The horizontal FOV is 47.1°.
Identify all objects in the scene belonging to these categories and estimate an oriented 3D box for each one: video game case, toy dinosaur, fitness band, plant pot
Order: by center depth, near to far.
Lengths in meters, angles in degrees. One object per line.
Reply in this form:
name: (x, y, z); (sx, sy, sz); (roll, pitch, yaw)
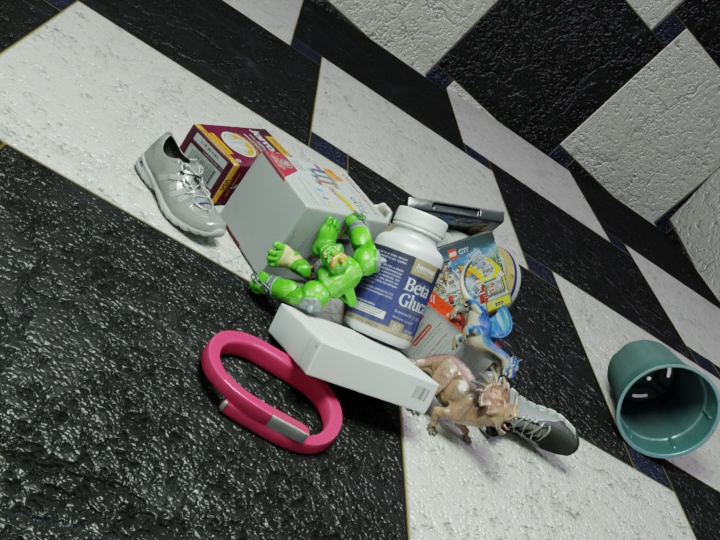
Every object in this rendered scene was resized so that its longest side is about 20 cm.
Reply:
fitness band: (-0.110, 0.151, 1.030); (0.200, 0.037, 0.144); (34, 21, -12)
toy dinosaur: (0.146, 0.173, 1.220); (0.200, 0.136, 0.086); (47, 25, 20)
video game case: (0.155, -0.090, 1.570); (0.181, 0.026, 0.200); (8, -12, -8)
plant pot: (0.599, 0.244, 1.684); (0.200, 0.200, 0.196); (35, 17, -8)

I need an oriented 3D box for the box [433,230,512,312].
box: (0.164, 0.022, 1.446); (0.200, 0.038, 0.137); (-18, 94, -29)

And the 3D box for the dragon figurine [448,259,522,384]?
dragon figurine: (0.195, 0.085, 1.288); (0.099, 0.059, 0.200); (16, 49, -19)

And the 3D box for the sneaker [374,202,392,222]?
sneaker: (-0.021, -0.100, 1.545); (0.200, 0.081, 0.077); (0, 45, -53)

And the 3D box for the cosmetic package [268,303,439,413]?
cosmetic package: (-0.011, 0.121, 1.141); (0.200, 0.052, 0.151); (23, 8, -30)

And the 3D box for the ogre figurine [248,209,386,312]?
ogre figurine: (-0.049, -0.008, 1.202); (0.200, 0.098, 0.120); (-18, 40, -35)

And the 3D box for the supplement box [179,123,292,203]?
supplement box: (-0.209, -0.183, 1.421); (0.110, 0.086, 0.200); (45, 24, 17)

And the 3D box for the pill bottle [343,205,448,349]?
pill bottle: (0.059, 0.009, 1.253); (0.111, 0.200, 0.111); (22, -2, 1)

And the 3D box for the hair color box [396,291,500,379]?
hair color box: (0.118, 0.104, 1.348); (0.200, 0.102, 0.061); (40, 24, 3)

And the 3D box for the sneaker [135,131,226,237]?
sneaker: (-0.266, -0.130, 1.249); (0.200, 0.082, 0.075); (47, 25, 19)

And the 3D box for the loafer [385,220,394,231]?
loafer: (0.050, -0.058, 1.524); (0.067, 0.076, 0.200); (46, 2, -1)

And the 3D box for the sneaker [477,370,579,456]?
sneaker: (0.250, 0.251, 1.323); (0.200, 0.075, 0.115); (33, 27, 13)

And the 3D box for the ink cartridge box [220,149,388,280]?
ink cartridge box: (-0.088, -0.081, 1.335); (0.200, 0.145, 0.145); (8, 36, -50)

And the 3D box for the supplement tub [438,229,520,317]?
supplement tub: (0.194, 0.004, 1.579); (0.200, 0.145, 0.145); (16, 32, -39)
